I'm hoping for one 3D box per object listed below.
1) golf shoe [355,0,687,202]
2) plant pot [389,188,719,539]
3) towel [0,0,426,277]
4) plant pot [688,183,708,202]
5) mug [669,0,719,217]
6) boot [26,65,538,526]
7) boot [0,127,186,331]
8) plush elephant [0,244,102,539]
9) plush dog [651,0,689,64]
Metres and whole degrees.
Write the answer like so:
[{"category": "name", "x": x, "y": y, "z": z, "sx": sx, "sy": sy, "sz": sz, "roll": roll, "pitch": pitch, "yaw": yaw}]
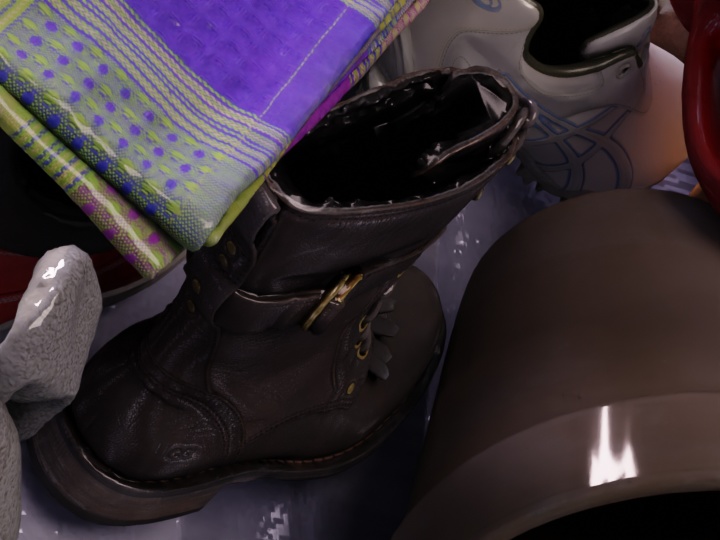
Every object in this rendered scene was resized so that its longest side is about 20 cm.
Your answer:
[{"category": "golf shoe", "x": 0.091, "y": -0.076, "z": 0.942, "sx": 0.199, "sy": 0.097, "sz": 0.079, "roll": 3, "pitch": 68, "yaw": -48}, {"category": "plant pot", "x": 0.097, "y": 0.072, "z": 0.831, "sx": 0.200, "sy": 0.200, "sz": 0.174, "roll": 34, "pitch": 33, "yaw": -32}, {"category": "towel", "x": -0.049, "y": -0.102, "z": 0.628, "sx": 0.144, "sy": 0.023, "sz": 0.200, "roll": 47, "pitch": 41, "yaw": -8}, {"category": "plant pot", "x": 0.222, "y": -0.005, "z": 0.992, "sx": 0.140, "sy": 0.200, "sz": 0.201, "roll": -25, "pitch": 91, "yaw": -33}, {"category": "mug", "x": 0.188, "y": -0.097, "z": 0.863, "sx": 0.177, "sy": 0.200, "sz": 0.134, "roll": -10, "pitch": 116, "yaw": -24}, {"category": "boot", "x": 0.000, "y": 0.000, "z": 0.741, "sx": 0.069, "sy": 0.174, "sz": 0.200, "roll": 52, "pitch": 40, "yaw": 12}, {"category": "boot", "x": -0.064, "y": -0.036, "z": 0.720, "sx": 0.200, "sy": 0.144, "sz": 0.073, "roll": -31, "pitch": 93, "yaw": -51}, {"category": "plush elephant", "x": -0.147, "y": 0.048, "z": 0.546, "sx": 0.200, "sy": 0.154, "sz": 0.165, "roll": 39, "pitch": 47, "yaw": -28}, {"category": "plush dog", "x": 0.191, "y": -0.196, "z": 1.046, "sx": 0.160, "sy": 0.171, "sz": 0.201, "roll": -15, "pitch": 82, "yaw": -49}]
